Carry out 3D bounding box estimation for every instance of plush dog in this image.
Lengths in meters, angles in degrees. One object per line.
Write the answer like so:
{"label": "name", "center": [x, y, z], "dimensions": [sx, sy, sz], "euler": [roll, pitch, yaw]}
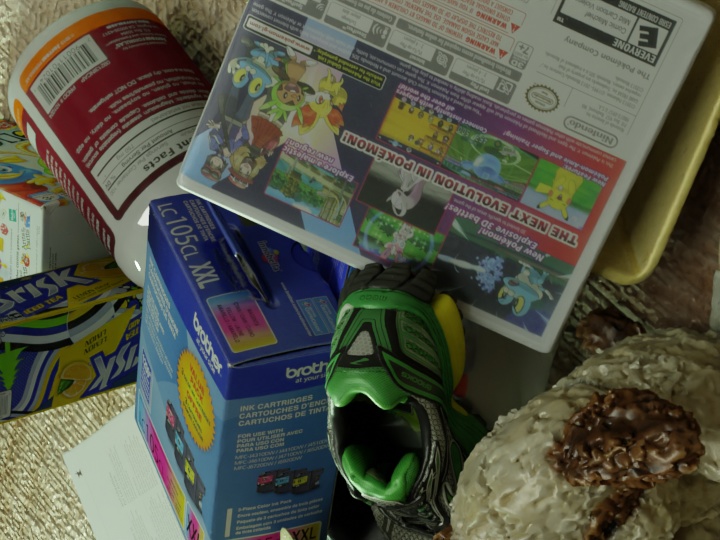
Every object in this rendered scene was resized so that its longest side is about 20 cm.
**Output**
{"label": "plush dog", "center": [0.117, 0.091, 0.861], "dimensions": [0.161, 0.172, 0.200], "euler": [53, 131, 21]}

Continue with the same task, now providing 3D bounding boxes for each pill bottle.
{"label": "pill bottle", "center": [-0.121, -0.061, 1.115], "dimensions": [0.200, 0.113, 0.113], "euler": [52, 132, 24]}

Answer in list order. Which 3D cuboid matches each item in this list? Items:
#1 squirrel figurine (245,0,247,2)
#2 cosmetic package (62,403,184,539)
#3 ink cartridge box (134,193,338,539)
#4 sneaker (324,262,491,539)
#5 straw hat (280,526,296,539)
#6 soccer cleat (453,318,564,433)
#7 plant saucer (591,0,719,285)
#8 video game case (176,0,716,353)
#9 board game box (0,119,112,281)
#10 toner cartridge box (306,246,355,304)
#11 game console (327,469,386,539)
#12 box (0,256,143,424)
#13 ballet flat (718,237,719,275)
{"label": "squirrel figurine", "center": [-0.078, -0.245, 0.970], "dimensions": [0.200, 0.187, 0.142], "euler": [54, 132, 22]}
{"label": "cosmetic package", "center": [-0.108, 0.181, 1.208], "dimensions": [0.151, 0.052, 0.200], "euler": [-33, 76, 43]}
{"label": "ink cartridge box", "center": [-0.065, 0.048, 0.988], "dimensions": [0.136, 0.076, 0.200], "euler": [-122, 32, -42]}
{"label": "sneaker", "center": [0.017, 0.094, 0.898], "dimensions": [0.078, 0.085, 0.200], "euler": [2, 134, 23]}
{"label": "straw hat", "center": [0.025, 0.213, 0.948], "dimensions": [0.201, 0.085, 0.201], "euler": [165, 90, -80]}
{"label": "soccer cleat", "center": [0.073, -0.010, 0.968], "dimensions": [0.069, 0.078, 0.200], "euler": [-11, 72, 55]}
{"label": "plant saucer", "center": [0.082, -0.120, 0.874], "dimensions": [0.200, 0.048, 0.200], "euler": [22, 109, 3]}
{"label": "video game case", "center": [0.036, -0.081, 0.857], "dimensions": [0.200, 0.023, 0.182], "euler": [25, 108, 1]}
{"label": "board game box", "center": [-0.235, -0.029, 1.247], "dimensions": [0.200, 0.103, 0.105], "euler": [22, 116, 40]}
{"label": "toner cartridge box", "center": [0.000, 0.000, 0.993], "dimensions": [0.200, 0.043, 0.095], "euler": [105, 162, -46]}
{"label": "game console", "center": [0.067, 0.193, 1.055], "dimensions": [0.176, 0.116, 0.200], "euler": [-45, 65, 10]}
{"label": "box", "center": [-0.175, 0.038, 1.131], "dimensions": [0.070, 0.200, 0.064], "euler": [19, 114, 41]}
{"label": "ballet flat", "center": [0.200, -0.072, 0.817], "dimensions": [0.066, 0.057, 0.200], "euler": [35, 120, 36]}
